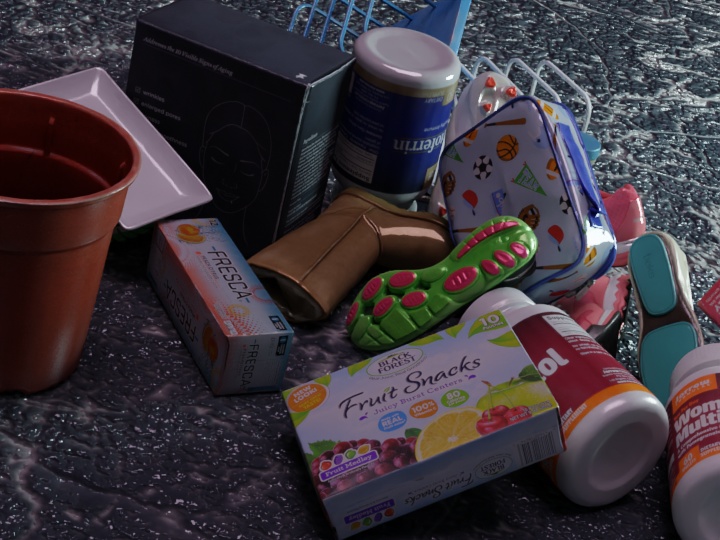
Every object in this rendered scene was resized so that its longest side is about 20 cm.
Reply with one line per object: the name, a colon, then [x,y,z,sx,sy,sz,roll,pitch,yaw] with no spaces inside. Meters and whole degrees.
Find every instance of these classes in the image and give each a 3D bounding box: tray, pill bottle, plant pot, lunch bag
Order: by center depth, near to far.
plant pot: [-0.291,-0.018,1.279,0.198,0.197,0.201,10,28,-6]
pill bottle: [0.317,0.152,1.340,0.108,0.111,0.201,14,29,0]
pill bottle: [0.168,0.103,1.357,0.112,0.114,0.200,-5,33,-31]
tray: [-0.240,-0.114,1.492,0.107,0.022,0.200,-22,60,-39]
lunch bag: [0.164,-0.060,1.512,0.075,0.160,0.202,8,58,-49]
pill bottle: [0.030,-0.142,1.635,0.114,0.202,0.116,9,33,-6]

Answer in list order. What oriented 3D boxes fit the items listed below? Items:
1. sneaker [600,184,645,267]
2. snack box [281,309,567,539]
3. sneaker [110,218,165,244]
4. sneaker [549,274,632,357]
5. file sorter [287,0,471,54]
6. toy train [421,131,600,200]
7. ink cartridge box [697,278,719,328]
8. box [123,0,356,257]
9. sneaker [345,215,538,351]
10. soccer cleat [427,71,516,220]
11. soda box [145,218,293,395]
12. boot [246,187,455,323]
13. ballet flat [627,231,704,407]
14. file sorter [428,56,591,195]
sneaker: [0.212,-0.058,1.632,0.198,0.088,0.074,4,18,34]
snack box: [0.049,0.121,1.254,0.198,0.053,0.143,-20,34,-5]
sneaker: [-0.279,-0.080,1.512,0.197,0.086,0.078,5,30,-18]
sneaker: [0.213,0.056,1.525,0.086,0.075,0.200,10,20,14]
file sorter: [0.009,-0.257,1.762,0.122,0.199,0.140,28,65,-27]
toy train: [0.163,-0.109,1.725,0.197,0.117,0.085,12,27,-4]
ink cartridge box: [0.431,0.088,1.468,0.145,0.083,0.200,38,10,-39]
box: [-0.132,-0.145,1.575,0.198,0.199,0.124,23,30,15]
sneaker: [0.080,0.025,1.444,0.198,0.084,0.077,-25,59,10]
soccer cleat: [0.116,-0.118,1.674,0.069,0.202,0.077,24,-16,-19]
soda box: [-0.131,0.029,1.407,0.068,0.064,0.200,-2,33,-27]
boot: [0.000,0.000,1.526,0.173,0.067,0.200,20,32,19]
ballet flat: [0.303,0.058,1.513,0.069,0.070,0.202,6,62,-13]
file sorter: [0.153,-0.175,1.831,0.198,0.126,0.139,-2,33,-27]
